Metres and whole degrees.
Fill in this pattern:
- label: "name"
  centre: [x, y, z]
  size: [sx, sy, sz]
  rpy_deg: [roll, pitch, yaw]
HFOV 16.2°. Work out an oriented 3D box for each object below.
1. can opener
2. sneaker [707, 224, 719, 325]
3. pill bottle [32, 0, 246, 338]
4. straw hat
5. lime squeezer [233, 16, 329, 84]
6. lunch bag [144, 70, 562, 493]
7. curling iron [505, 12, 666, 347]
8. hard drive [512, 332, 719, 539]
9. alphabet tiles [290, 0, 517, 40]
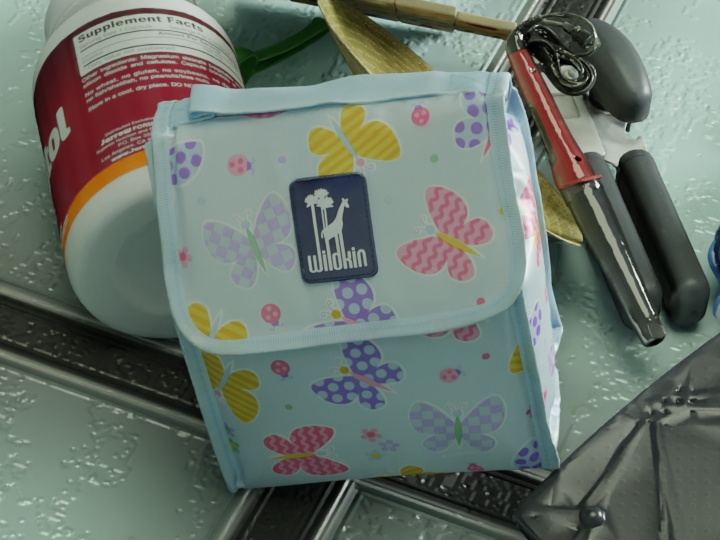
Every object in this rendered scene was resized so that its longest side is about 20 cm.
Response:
- label: "can opener"
  centre: [0.140, -0.058, 1.363]
  size: [0.053, 0.067, 0.200]
  rpy_deg: [-5, 44, -12]
- label: "sneaker"
  centre: [0.230, -0.027, 1.328]
  size: [0.082, 0.074, 0.200]
  rpy_deg: [20, 41, -5]
- label: "pill bottle"
  centre: [-0.110, -0.070, 1.310]
  size: [0.113, 0.113, 0.200]
  rpy_deg: [-5, 43, -13]
- label: "straw hat"
  centre: [0.021, -0.049, 1.319]
  size: [0.201, 0.085, 0.201]
  rpy_deg: [40, 12, -10]
- label: "lime squeezer"
  centre: [-0.057, -0.084, 1.399]
  size: [0.070, 0.038, 0.200]
  rpy_deg: [30, 36, -22]
- label: "lunch bag"
  centre: [0.000, 0.000, 1.162]
  size: [0.169, 0.200, 0.127]
  rpy_deg: [-4, 40, 9]
- label: "curling iron"
  centre: [0.121, -0.052, 1.312]
  size: [0.049, 0.026, 0.201]
  rpy_deg: [-18, 64, 6]
- label: "hard drive"
  centre: [0.185, 0.101, 1.186]
  size: [0.200, 0.042, 0.135]
  rpy_deg: [-37, 56, -19]
- label: "alphabet tiles"
  centre: [-0.012, -0.152, 1.410]
  size: [0.199, 0.006, 0.166]
  rpy_deg: [11, 2, 1]
